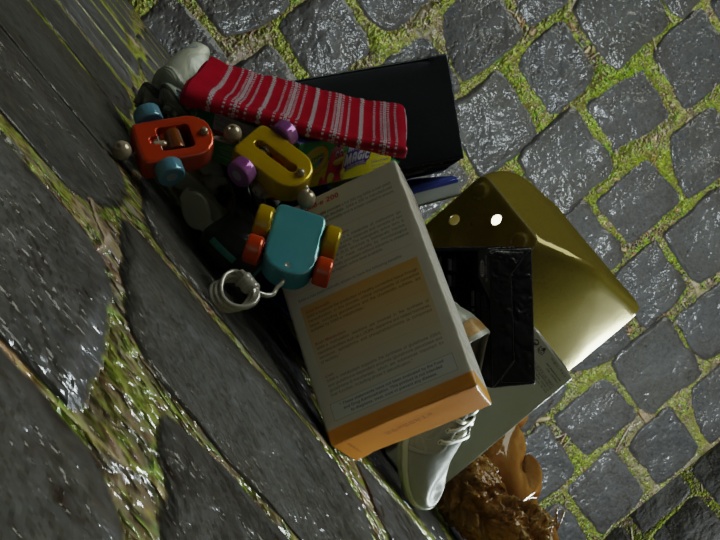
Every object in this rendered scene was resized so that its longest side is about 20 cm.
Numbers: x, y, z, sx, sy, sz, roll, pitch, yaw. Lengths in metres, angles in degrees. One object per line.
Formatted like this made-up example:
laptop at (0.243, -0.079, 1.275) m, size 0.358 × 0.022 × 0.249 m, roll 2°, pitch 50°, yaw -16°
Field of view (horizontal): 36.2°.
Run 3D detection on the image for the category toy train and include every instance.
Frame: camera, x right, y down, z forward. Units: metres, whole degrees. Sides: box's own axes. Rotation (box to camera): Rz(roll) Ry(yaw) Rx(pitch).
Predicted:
toy train at (-0.101, -0.047, 0.859) m, size 0.202 × 0.148 × 0.056 m, roll 60°, pitch -28°, yaw 25°

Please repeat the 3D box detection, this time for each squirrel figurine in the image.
squirrel figurine at (0.156, 0.274, 1.212) m, size 0.189 × 0.140 × 0.200 m, roll 62°, pitch 15°, yaw -1°

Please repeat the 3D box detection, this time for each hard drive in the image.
hard drive at (0.002, -0.077, 1.307) m, size 0.131 × 0.197 × 0.026 m, roll 4°, pitch -71°, yaw 62°

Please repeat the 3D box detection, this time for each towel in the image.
towel at (-0.053, -0.145, 0.969) m, size 0.196 × 0.023 × 0.145 m, roll 14°, pitch 20°, yaw -2°

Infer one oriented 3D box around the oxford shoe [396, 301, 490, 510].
oxford shoe at (0.076, 0.128, 0.984) m, size 0.057 × 0.204 × 0.075 m, roll 19°, pitch 21°, yaw 31°

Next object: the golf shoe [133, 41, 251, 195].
golf shoe at (-0.142, -0.136, 1.097) m, size 0.077 × 0.098 × 0.201 m, roll 16°, pitch -30°, yaw 26°

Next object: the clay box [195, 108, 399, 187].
clay box at (-0.050, -0.123, 1.015) m, size 0.114 × 0.048 × 0.199 m, roll 23°, pitch 22°, yaw 24°

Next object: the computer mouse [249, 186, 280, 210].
computer mouse at (-0.087, -0.067, 1.128) m, size 0.141 × 0.045 × 0.204 m, roll -105°, pitch -173°, yaw -79°

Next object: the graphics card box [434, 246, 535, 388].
graphics card box at (0.101, 0.040, 1.073) m, size 0.200 × 0.050 × 0.128 m, roll 180°, pitch -92°, yaw -70°

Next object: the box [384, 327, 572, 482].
box at (0.116, 0.139, 1.140) m, size 0.069 × 0.199 × 0.082 m, roll 50°, pitch 0°, yaw -12°

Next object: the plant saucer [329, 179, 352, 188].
plant saucer at (0.000, 0.000, 1.147) m, size 0.031 × 0.201 × 0.201 m, roll 0°, pitch 42°, yaw -44°

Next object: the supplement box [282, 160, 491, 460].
supplement box at (0.012, 0.032, 0.888) m, size 0.074 × 0.124 × 0.203 m, roll 47°, pitch 22°, yaw -65°

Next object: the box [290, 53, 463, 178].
box at (0.005, -0.160, 1.264) m, size 0.200 × 0.193 × 0.120 m, roll 180°, pitch -100°, yaw -88°

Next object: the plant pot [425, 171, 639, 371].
plant pot at (0.164, 0.004, 1.250) m, size 0.200 × 0.195 × 0.195 m, roll 39°, pitch 14°, yaw -53°

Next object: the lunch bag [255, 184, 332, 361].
lunch bag at (-0.016, 0.025, 1.018) m, size 0.200 × 0.133 × 0.136 m, roll 42°, pitch 0°, yaw 30°

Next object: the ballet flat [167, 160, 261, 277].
ballet flat at (-0.128, -0.061, 0.962) m, size 0.068 × 0.068 × 0.200 m, roll 36°, pitch 9°, yaw -29°
